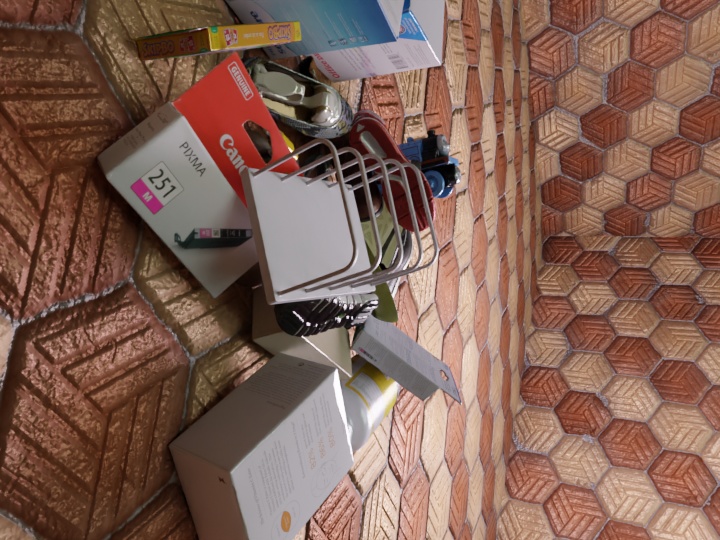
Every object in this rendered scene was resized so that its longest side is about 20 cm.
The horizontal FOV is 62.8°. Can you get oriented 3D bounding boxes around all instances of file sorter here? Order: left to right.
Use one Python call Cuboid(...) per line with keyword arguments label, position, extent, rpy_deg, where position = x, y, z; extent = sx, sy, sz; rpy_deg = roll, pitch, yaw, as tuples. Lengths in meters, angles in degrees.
Cuboid(label="file sorter", position=(-0.012, -0.053, 0.660), extent=(0.198, 0.122, 0.144), rpy_deg=(-3, 77, -58))

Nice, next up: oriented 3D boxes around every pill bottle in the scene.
Cuboid(label="pill bottle", position=(-0.018, 0.222, 0.957), extent=(0.199, 0.108, 0.116), rpy_deg=(-33, 122, -60))

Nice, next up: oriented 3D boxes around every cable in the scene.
Cuboid(label="cable", position=(-0.079, -0.122, 0.783), extent=(0.199, 0.049, 0.101), rpy_deg=(-2, 92, -65))

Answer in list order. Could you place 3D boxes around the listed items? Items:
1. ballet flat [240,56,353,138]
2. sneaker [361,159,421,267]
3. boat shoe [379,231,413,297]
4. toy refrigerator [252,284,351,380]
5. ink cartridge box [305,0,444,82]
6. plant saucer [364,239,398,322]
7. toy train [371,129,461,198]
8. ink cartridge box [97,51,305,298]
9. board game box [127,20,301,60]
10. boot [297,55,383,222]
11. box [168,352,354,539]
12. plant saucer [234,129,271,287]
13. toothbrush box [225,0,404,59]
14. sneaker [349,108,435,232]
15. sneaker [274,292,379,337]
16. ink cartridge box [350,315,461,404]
Cuboid(label="ballet flat", position=(-0.076, -0.218, 0.754), extent=(0.196, 0.071, 0.075), rpy_deg=(10, 83, -37))
Cuboid(label="sneaker", position=(0.028, -0.104, 0.995), extent=(0.076, 0.112, 0.205), rpy_deg=(-73, -178, -56))
Cuboid(label="boat shoe", position=(0.053, -0.023, 1.139), extent=(0.061, 0.069, 0.206), rpy_deg=(62, 38, -47))
Cuboid(label="toy refrigerator", position=(-0.081, 0.094, 0.847), extent=(0.200, 0.068, 0.078), rpy_deg=(50, 30, -55))
Cuboid(label="ink cartridge box", position=(0.012, -0.391, 0.873), extent=(0.146, 0.194, 0.150), rpy_deg=(22, 70, -63))
Cuboid(label="plant saucer", position=(0.000, 0.000, 0.954), extent=(0.204, 0.030, 0.201), rpy_deg=(62, -8, 14))
Cuboid(label="toy train", position=(0.082, -0.177, 1.054), extent=(0.086, 0.194, 0.119), rpy_deg=(-14, 93, -63))
Cuboid(label="ink cartridge box", position=(-0.146, -0.092, 0.629), extent=(0.172, 0.043, 0.202), rpy_deg=(-40, 139, -9))
Cuboid(label="board game box", position=(-0.152, -0.253, 0.645), extent=(0.200, 0.092, 0.031), rpy_deg=(-40, 128, -58))
Cuboid(label="boot", position=(-0.029, -0.195, 0.883), extent=(0.202, 0.066, 0.192), rpy_deg=(65, 11, -46))
Cuboid(label="box", position=(-0.111, 0.226, 0.725), extent=(0.199, 0.104, 0.157), rpy_deg=(-36, 125, -47))
Cuboid(label="plant saucer", position=(-0.130, -0.081, 0.778), extent=(0.199, 0.035, 0.209), rpy_deg=(1, 90, -66))
Cuboid(label="toothbrush box", position=(-0.059, -0.349, 0.720), extent=(0.146, 0.194, 0.088), rpy_deg=(39, 56, -58))
Cuboid(label="sneaker", position=(0.053, -0.164, 0.907), extent=(0.203, 0.076, 0.117), rpy_deg=(58, 18, -28))
Cuboid(label="sneaker", position=(-0.063, 0.017, 0.770), extent=(0.117, 0.076, 0.198), rpy_deg=(55, 22, 22))
Cuboid(label="ink cartridge box", position=(0.074, 0.150, 1.010), extent=(0.044, 0.198, 0.196), rpy_deg=(-51, -178, 8))
